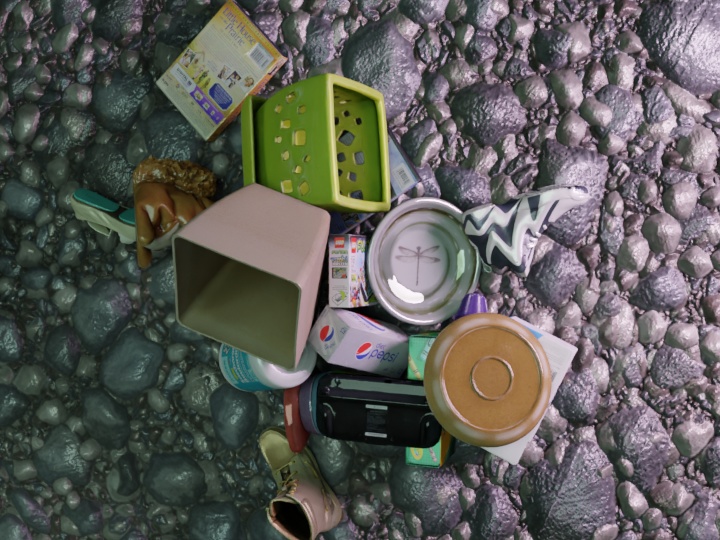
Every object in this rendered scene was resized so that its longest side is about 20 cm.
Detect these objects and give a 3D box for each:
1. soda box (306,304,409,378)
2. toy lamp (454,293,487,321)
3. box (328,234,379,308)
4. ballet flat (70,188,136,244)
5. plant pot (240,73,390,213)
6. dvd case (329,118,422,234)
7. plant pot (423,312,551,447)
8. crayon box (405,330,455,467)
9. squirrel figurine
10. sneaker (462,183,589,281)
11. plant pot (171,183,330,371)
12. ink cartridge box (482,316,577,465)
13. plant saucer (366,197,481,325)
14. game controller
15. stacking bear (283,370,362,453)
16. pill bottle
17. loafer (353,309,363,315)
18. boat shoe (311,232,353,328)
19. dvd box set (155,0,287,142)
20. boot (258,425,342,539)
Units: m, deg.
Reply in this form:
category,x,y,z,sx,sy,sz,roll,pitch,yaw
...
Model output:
category,x,y,z,sx,sy,sz,roll,pitch,yaw
soda box,0.007,0.113,1.616,0.063,0.199,0.069,41,103,36
toy lamp,0.165,0.134,1.598,0.058,0.058,0.201,5,69,16
box,0.000,0.000,1.618,0.034,0.200,0.111,0,91,19
ballet flat,-0.424,-0.084,1.823,0.199,0.069,0.070,23,97,17
plant pot,-0.076,-0.186,1.626,0.180,0.200,0.201,-4,87,26
dvd case,-0.016,-0.154,1.716,0.199,0.018,0.143,-33,80,15
plant pot,0.193,0.161,1.537,0.198,0.027,0.202,2,79,-8
crayon box,0.114,0.198,1.629,0.058,0.119,0.202,2,91,16
squirrel figurine,-0.282,-0.106,1.721,0.185,0.142,0.201,-4,67,-13
sneaker,0.267,-0.054,1.606,0.198,0.080,0.131,-16,98,5
plant pot,-0.144,-0.009,1.518,0.198,0.178,0.201,21,140,11
ink cartridge box,0.242,0.187,1.617,0.115,0.068,0.201,28,98,14
plant saucer,0.095,-0.015,1.639,0.199,0.050,0.202,-1,94,-22
game controller,0.027,0.214,1.576,0.198,0.042,0.105,4,107,14
stacking bear,-0.013,0.216,1.654,0.198,0.122,0.115,-5,112,17
pill bottle,-0.158,0.138,1.658,0.200,0.110,0.112,-17,84,60
loafer,-0.085,0.091,1.714,0.198,0.067,0.077,5,92,17
boat shoe,-0.040,0.033,1.665,0.071,0.065,0.201,13,69,-1
dvd box set,-0.240,-0.342,1.774,0.200,0.029,0.146,-46,78,13
boot,-0.118,0.348,1.681,0.073,0.155,0.201,-36,81,14
